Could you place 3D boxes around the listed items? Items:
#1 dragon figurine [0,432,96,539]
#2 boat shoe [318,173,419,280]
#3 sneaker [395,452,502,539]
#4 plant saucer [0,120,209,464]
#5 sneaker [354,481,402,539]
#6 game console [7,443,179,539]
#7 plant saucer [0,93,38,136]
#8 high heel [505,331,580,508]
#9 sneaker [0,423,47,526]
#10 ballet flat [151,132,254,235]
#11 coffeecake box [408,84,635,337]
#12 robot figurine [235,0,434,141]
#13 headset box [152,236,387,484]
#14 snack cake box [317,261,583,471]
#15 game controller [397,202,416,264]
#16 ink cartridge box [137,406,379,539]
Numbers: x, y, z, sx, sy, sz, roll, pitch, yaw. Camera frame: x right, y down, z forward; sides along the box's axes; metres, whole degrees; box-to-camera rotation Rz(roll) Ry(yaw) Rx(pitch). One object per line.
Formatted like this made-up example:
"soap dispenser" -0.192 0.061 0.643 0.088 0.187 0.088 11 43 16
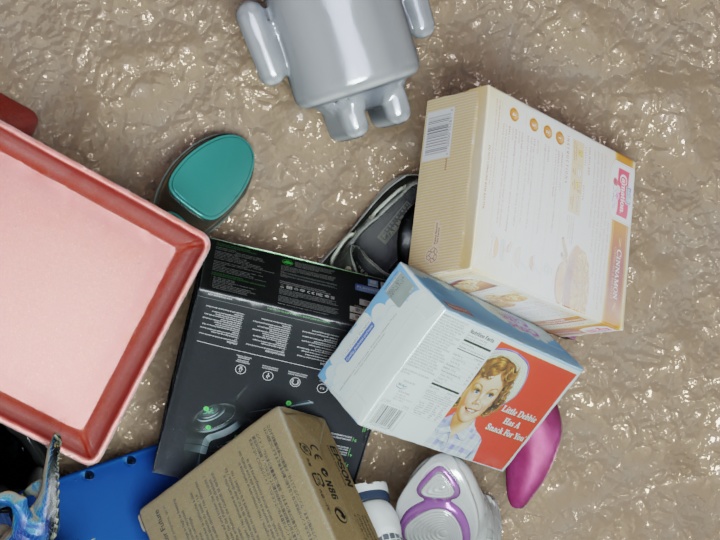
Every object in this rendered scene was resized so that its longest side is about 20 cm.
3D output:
"dragon figurine" -0.244 0.216 1.199 0.099 0.059 0.201 44 112 18
"boat shoe" 0.000 0.000 1.372 0.070 0.064 0.201 33 91 -7
"sneaker" 0.080 0.213 1.353 0.074 0.100 0.201 9 137 18
"plant saucer" -0.247 0.017 1.213 0.199 0.037 0.201 29 84 -16
"sneaker" -0.015 0.264 1.339 0.076 0.201 0.081 -11 54 -27
"game console" -0.203 0.263 1.336 0.199 0.118 0.172 -15 132 -44
"plant saucer" -0.407 -0.093 1.337 0.199 0.037 0.201 29 91 -7
"high heel" 0.134 0.104 1.389 0.095 0.067 0.202 16 88 -17
"sneaker" -0.286 0.204 1.335 0.076 0.111 0.202 -11 96 -5
"ballet flat" -0.159 -0.041 1.338 0.067 0.064 0.201 41 52 -13
"coffeecake box" 0.139 -0.044 1.310 0.199 0.073 0.155 21 70 -41
"robot figurine" -0.020 -0.213 1.328 0.168 0.113 0.202 -19 97 -20
"headset box" -0.072 0.097 1.329 0.172 0.093 0.202 13 117 -7
"snack cake box" 0.076 0.081 1.259 0.199 0.067 0.115 24 106 -47
"game controller" 0.069 0.030 1.345 0.104 0.042 0.202 -35 125 -44
"ink cartridge box" -0.068 0.237 1.241 0.164 0.075 0.201 -37 61 21
